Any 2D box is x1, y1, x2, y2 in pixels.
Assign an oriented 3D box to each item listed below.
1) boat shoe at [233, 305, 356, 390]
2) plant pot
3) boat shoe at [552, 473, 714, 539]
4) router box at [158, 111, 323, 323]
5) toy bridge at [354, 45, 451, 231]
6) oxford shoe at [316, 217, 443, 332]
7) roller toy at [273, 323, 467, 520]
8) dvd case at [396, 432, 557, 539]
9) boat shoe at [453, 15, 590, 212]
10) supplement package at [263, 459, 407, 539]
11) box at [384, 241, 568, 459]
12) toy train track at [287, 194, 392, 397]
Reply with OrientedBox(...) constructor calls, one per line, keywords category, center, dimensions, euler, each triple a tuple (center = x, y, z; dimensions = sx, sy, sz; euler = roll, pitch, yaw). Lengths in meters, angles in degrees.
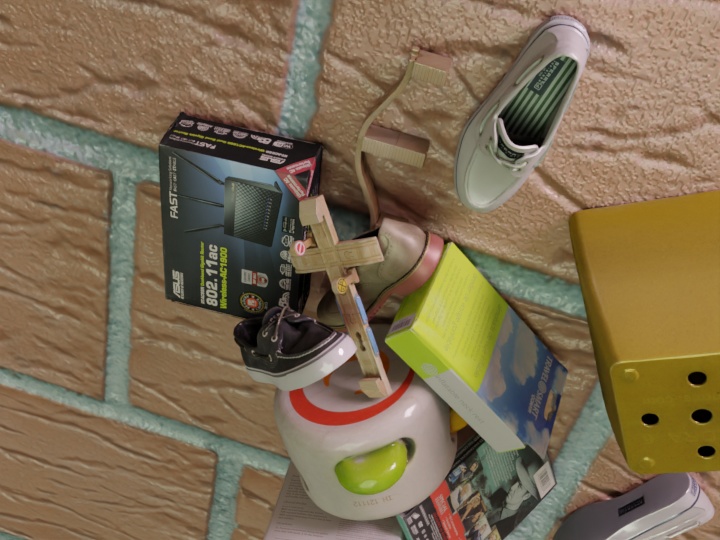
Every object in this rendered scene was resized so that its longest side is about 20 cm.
OrientedBox(category="boat shoe", center=(-0.072, 0.066, 0.852), dimensions=(0.067, 0.070, 0.199), euler=(58, 158, -11))
OrientedBox(category="plant pot", center=(0.297, 0.066, 0.795), dimensions=(0.196, 0.178, 0.203), euler=(-7, 124, 20))
OrientedBox(category="boat shoe", center=(0.316, 0.304, 1.038), dimensions=(0.065, 0.074, 0.199), euler=(45, 126, -14))
OrientedBox(category="router box", center=(-0.122, -0.045, 0.901), dimensions=(0.147, 0.063, 0.203), euler=(13, 129, 6))
OrientedBox(category="toy bridge", center=(0.030, -0.116, 0.826), dimensions=(0.066, 0.027, 0.202), euler=(16, 130, 4))
OrientedBox(category="oxford shoe", center=(0.000, 0.000, 0.882), dimensions=(0.074, 0.071, 0.200), euler=(30, 142, -18))
OrientedBox(category="roller toy", center=(0.010, 0.161, 0.946), dimensions=(0.180, 0.200, 0.142), euler=(11, 133, 37))
OrientedBox(category="dvd case", center=(0.134, 0.251, 0.989), dimensions=(0.022, 0.199, 0.148), euler=(26, 147, 51))
OrientedBox(category="boat shoe", center=(0.130, -0.122, 0.769), dimensions=(0.072, 0.067, 0.202), euler=(21, 129, -1))
OrientedBox(category="supplement package", center=(-0.010, 0.297, 1.042), dimensions=(0.149, 0.201, 0.153), euler=(4, 128, 12))
OrientedBox(category="box", center=(0.122, 0.085, 0.892), dimensions=(0.200, 0.123, 0.047), euler=(45, 138, -19))
OrientedBox(category="toy train track", center=(-0.019, 0.031, 0.830), dimensions=(0.113, 0.032, 0.203), euler=(-7, 109, 42))
